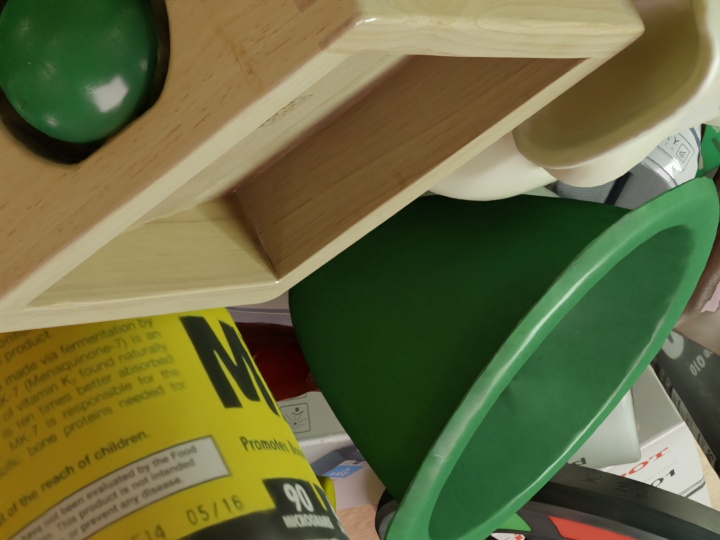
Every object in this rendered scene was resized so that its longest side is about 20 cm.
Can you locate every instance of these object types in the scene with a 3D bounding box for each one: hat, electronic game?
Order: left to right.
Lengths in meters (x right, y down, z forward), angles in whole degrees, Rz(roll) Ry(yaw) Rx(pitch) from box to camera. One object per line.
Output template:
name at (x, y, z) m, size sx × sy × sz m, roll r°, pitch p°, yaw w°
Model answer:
hat at (-0.003, -0.007, 1.008) m, size 0.200 × 0.176 × 0.166 m, roll -33°, pitch 155°, yaw -46°
electronic game at (0.101, 0.127, 1.193) m, size 0.200 × 0.199 × 0.042 m, roll 80°, pitch 28°, yaw -67°

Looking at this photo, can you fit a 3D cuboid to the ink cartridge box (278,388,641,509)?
ink cartridge box at (0.017, 0.074, 1.237) m, size 0.199 × 0.045 × 0.176 m, roll -9°, pitch 159°, yaw 7°

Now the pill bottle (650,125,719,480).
pill bottle at (0.180, 0.031, 1.228) m, size 0.113 × 0.200 × 0.113 m, roll -26°, pitch 159°, yaw -11°

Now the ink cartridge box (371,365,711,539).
ink cartridge box at (0.084, 0.101, 1.418) m, size 0.146 × 0.086 × 0.200 m, roll -30°, pitch 160°, yaw 0°

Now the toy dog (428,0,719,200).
toy dog at (0.097, -0.084, 0.959) m, size 0.200 × 0.140 × 0.194 m, roll -12°, pitch 147°, yaw -47°

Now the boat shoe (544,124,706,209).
boat shoe at (0.100, -0.031, 1.168) m, size 0.067 × 0.073 × 0.200 m, roll -62°, pitch -176°, yaw -23°

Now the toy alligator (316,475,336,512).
toy alligator at (-0.047, 0.079, 1.080) m, size 0.059 × 0.055 × 0.200 m, roll -2°, pitch 177°, yaw 8°

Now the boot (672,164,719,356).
boot at (0.202, -0.058, 1.139) m, size 0.186 × 0.064 × 0.201 m, roll -4°, pitch 120°, yaw -39°

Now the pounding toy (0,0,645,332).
pounding toy at (-0.046, -0.091, 0.802) m, size 0.184 × 0.143 × 0.200 m, roll -35°, pitch 165°, yaw 29°

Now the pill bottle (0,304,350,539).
pill bottle at (-0.088, 0.041, 0.910) m, size 0.114 × 0.200 × 0.114 m, roll -25°, pitch 158°, yaw -11°

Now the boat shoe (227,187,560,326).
boat shoe at (0.000, 0.001, 1.091) m, size 0.200 × 0.070 × 0.072 m, roll 6°, pitch 152°, yaw -28°
